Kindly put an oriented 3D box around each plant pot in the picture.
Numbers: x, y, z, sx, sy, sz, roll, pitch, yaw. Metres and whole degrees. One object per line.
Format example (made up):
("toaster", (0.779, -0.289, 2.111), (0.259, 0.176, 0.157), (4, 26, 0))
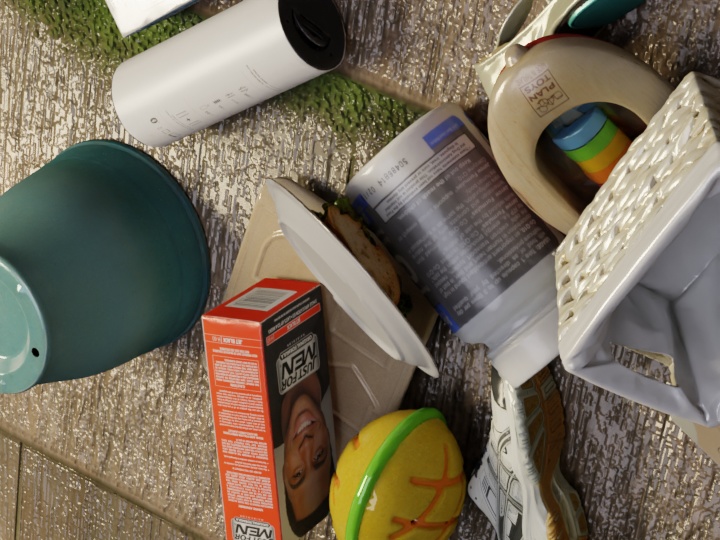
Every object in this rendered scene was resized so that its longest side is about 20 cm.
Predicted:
("plant pot", (-0.264, 0.010, 1.607), (0.199, 0.188, 0.202), (14, 118, 28))

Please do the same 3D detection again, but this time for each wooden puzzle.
("wooden puzzle", (-0.029, 0.044, 1.560), (0.185, 0.046, 0.201), (33, 121, 17))

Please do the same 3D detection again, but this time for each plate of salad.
("plate of salad", (0.000, 0.000, 1.413), (0.200, 0.048, 0.200), (47, 173, 7))

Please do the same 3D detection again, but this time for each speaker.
("speaker", (-0.108, -0.166, 1.490), (0.199, 0.081, 0.082), (-20, 99, 39))

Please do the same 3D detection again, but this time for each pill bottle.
("pill bottle", (0.090, -0.018, 1.403), (0.200, 0.114, 0.114), (51, 129, 4))

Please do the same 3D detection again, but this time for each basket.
("basket", (0.233, -0.016, 1.250), (0.135, 0.124, 0.200), (22, 126, -19))

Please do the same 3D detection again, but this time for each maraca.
("maraca", (0.030, 0.197, 1.524), (0.107, 0.137, 0.201), (30, 138, 27))

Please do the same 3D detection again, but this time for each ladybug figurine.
("ladybug figurine", (0.166, -0.098, 1.307), (0.135, 0.072, 0.200), (-31, 124, 21))

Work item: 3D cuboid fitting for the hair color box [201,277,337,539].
("hair color box", (-0.072, 0.118, 1.523), (0.061, 0.101, 0.202), (6, 111, 29))

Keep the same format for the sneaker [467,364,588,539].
("sneaker", (0.119, 0.156, 1.488), (0.087, 0.076, 0.202), (0, 110, 34))

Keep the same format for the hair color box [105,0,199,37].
("hair color box", (-0.129, -0.271, 1.468), (0.199, 0.060, 0.101), (-20, 99, 39))

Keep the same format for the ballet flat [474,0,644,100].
("ballet flat", (0.149, -0.189, 1.322), (0.070, 0.069, 0.200), (48, 129, 5))

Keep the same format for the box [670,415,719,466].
("box", (0.320, 0.061, 1.307), (0.095, 0.078, 0.200), (43, 128, 10))
